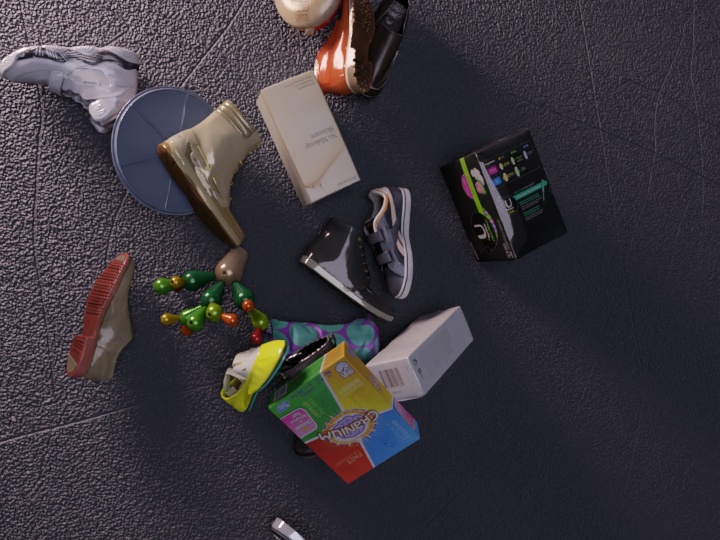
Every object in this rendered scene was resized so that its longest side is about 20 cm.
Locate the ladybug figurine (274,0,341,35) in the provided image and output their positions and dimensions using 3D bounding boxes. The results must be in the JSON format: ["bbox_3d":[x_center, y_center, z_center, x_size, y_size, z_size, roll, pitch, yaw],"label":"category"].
[{"bbox_3d":[-0.082,-0.496,1.002,0.133,0.072,0.204,2,82,19],"label":"ladybug figurine"}]

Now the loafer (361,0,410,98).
[{"bbox_3d":[0.038,-0.413,1.053,0.072,0.071,0.203,18,83,-16],"label":"loafer"}]

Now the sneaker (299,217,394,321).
[{"bbox_3d":[0.000,0.000,1.030,0.199,0.075,0.107,37,81,-13],"label":"sneaker"}]

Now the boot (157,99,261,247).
[{"bbox_3d":[-0.214,-0.156,0.954,0.155,0.072,0.202,-45,117,-28],"label":"boot"}]

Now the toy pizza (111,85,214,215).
[{"bbox_3d":[-0.302,-0.191,0.943,0.198,0.031,0.204,-5,98,-38],"label":"toy pizza"}]

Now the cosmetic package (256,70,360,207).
[{"bbox_3d":[-0.091,-0.224,1.009,0.102,0.073,0.203,-27,96,-16],"label":"cosmetic package"}]

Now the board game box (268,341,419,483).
[{"bbox_3d":[-0.023,0.228,0.920,0.152,0.040,0.200,-36,112,14],"label":"board game box"}]

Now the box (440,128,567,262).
[{"bbox_3d":[0.261,-0.133,1.079,0.123,0.148,0.203,-26,96,-15],"label":"box"}]

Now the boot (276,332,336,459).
[{"bbox_3d":[-0.078,0.205,0.962,0.199,0.069,0.174,-40,119,8],"label":"boot"}]

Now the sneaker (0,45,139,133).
[{"bbox_3d":[-0.436,-0.276,0.896,0.197,0.075,0.117,-10,89,-21],"label":"sneaker"}]

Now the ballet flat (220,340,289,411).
[{"bbox_3d":[-0.176,0.164,0.921,0.066,0.201,0.067,27,46,-10],"label":"ballet flat"}]

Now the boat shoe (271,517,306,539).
[{"bbox_3d":[-0.099,0.512,0.991,0.068,0.073,0.201,-41,110,-29],"label":"boat shoe"}]

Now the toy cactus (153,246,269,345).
[{"bbox_3d":[-0.226,0.038,0.948,0.197,0.103,0.166,13,52,14],"label":"toy cactus"}]

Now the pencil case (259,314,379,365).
[{"bbox_3d":[-0.070,0.124,1.001,0.196,0.085,0.094,2,60,-18],"label":"pencil case"}]

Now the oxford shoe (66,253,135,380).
[{"bbox_3d":[-0.391,0.074,0.920,0.074,0.070,0.203,27,78,-42],"label":"oxford shoe"}]

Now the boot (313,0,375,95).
[{"bbox_3d":[-0.034,-0.401,1.020,0.075,0.106,0.204,22,71,-54],"label":"boot"}]

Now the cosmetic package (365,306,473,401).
[{"bbox_3d":[0.105,0.141,1.003,0.199,0.101,0.075,-31,100,-48],"label":"cosmetic package"}]

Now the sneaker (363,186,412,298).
[{"bbox_3d":[0.046,-0.051,1.047,0.078,0.078,0.204,4,77,-22],"label":"sneaker"}]
